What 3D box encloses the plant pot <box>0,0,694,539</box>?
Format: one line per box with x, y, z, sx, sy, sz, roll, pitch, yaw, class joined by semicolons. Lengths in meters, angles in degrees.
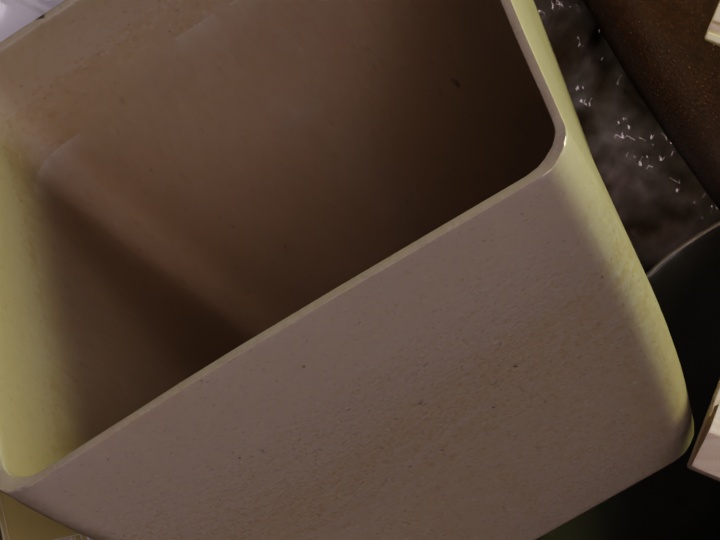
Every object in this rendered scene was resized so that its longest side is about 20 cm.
0.000;0.000;0.839;0.199;0.200;0.177;-30;133;13;plant pot

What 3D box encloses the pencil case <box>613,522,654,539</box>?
0.096;0.187;0.958;0.091;0.093;0.201;-17;89;-41;pencil case

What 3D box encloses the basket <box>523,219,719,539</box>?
0.170;0.105;0.903;0.200;0.136;0.181;49;63;-38;basket

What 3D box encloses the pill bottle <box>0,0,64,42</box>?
-0.101;-0.168;0.945;0.111;0.111;0.201;27;87;-2;pill bottle

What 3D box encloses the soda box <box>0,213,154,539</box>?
-0.107;0.051;0.902;0.064;0.068;0.201;-11;49;-10;soda box

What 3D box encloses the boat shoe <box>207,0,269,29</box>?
-0.046;-0.107;0.905;0.056;0.200;0.069;24;61;36;boat shoe

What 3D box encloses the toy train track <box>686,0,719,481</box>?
0.154;-0.026;0.808;0.114;0.033;0.201;23;83;-2;toy train track

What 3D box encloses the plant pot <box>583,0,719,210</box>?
0.193;-0.068;0.940;0.186;0.187;0.201;-24;103;-4;plant pot
